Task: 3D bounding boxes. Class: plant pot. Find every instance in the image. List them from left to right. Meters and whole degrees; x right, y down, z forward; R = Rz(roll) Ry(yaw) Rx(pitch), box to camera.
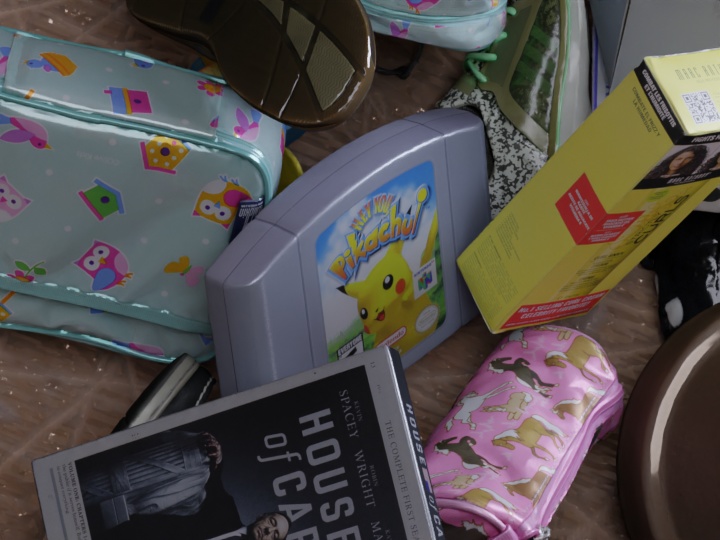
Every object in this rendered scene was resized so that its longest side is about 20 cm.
[{"bbox_3d":[0.258,0.109,1.585,0.199,0.174,0.202,0,90,-18],"label":"plant pot"}]

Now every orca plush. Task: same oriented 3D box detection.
[{"bbox_3d":[0.222,-0.040,1.689,0.105,0.071,0.201,32,72,-2],"label":"orca plush"}]

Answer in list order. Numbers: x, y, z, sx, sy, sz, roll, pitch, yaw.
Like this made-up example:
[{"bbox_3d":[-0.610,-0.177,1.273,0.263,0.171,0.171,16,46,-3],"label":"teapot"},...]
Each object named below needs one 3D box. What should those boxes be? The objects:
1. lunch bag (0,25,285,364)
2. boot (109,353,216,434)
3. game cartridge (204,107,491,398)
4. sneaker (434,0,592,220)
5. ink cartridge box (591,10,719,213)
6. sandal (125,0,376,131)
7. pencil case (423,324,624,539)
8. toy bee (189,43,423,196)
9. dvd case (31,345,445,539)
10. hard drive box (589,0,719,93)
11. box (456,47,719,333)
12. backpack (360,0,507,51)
[{"bbox_3d":[-0.140,-0.033,1.577,0.199,0.161,0.077,14,32,-6],"label":"lunch bag"},{"bbox_3d":[-0.088,0.164,1.576,0.153,0.073,0.204,30,81,-4],"label":"boot"},{"bbox_3d":[0.000,0.000,1.586,0.200,0.040,0.134,-36,130,-36],"label":"game cartridge"},{"bbox_3d":[0.085,-0.112,1.685,0.088,0.077,0.201,-3,73,-1],"label":"sneaker"},{"bbox_3d":[0.224,-0.112,1.678,0.199,0.044,0.199,8,48,-2],"label":"ink cartridge box"},{"bbox_3d":[-0.052,-0.124,1.567,0.055,0.200,0.082,39,82,-42],"label":"sandal"},{"bbox_3d":[0.077,0.103,1.571,0.086,0.083,0.200,31,33,3],"label":"pencil case"},{"bbox_3d":[-0.055,-0.113,1.635,0.131,0.109,0.200,39,72,2],"label":"toy bee"},{"bbox_3d":[-0.058,0.137,1.492,0.199,0.025,0.151,-19,72,15],"label":"dvd case"},{"bbox_3d":[0.202,-0.192,1.667,0.155,0.077,0.201,1,46,-8],"label":"hard drive box"},{"bbox_3d":[0.132,-0.041,1.560,0.075,0.200,0.050,-10,66,-37],"label":"box"},{"bbox_3d":[0.032,-0.203,1.627,0.166,0.200,0.127,3,112,-8],"label":"backpack"}]
